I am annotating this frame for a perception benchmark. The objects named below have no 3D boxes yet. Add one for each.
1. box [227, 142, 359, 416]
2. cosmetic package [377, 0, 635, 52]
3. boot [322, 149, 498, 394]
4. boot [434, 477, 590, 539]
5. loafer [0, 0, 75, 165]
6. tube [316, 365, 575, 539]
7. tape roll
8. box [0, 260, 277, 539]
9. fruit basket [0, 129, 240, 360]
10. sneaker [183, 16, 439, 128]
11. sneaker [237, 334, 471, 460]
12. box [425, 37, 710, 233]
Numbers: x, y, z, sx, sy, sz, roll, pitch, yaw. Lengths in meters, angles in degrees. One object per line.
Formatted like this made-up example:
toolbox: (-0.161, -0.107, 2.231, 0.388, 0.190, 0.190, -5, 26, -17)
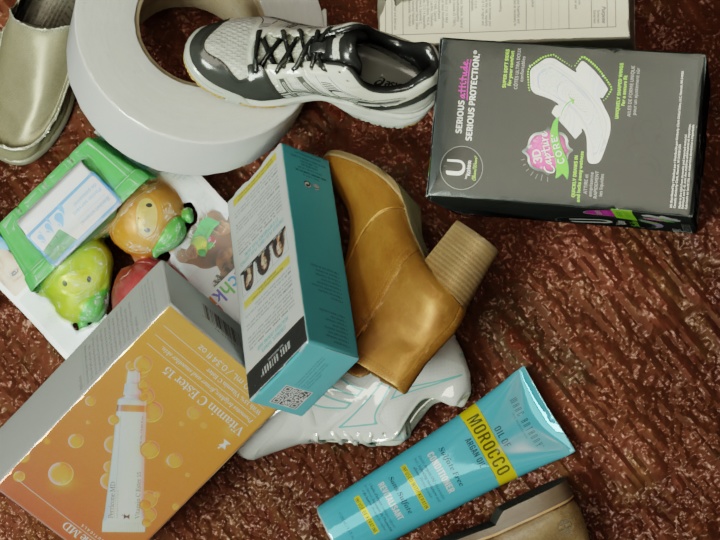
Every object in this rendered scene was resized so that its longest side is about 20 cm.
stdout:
box: (-0.053, 0.005, 1.649, 0.082, 0.049, 0.200, -46, 39, 37)
cosmetic package: (0.116, -0.222, 1.700, 0.199, 0.073, 0.104, 0, 84, 10)
boot: (0.001, 0.001, 1.665, 0.201, 0.071, 0.144, 34, 84, 40)
boot: (0.084, 0.236, 1.666, 0.199, 0.074, 0.076, -25, 91, 5)
loafer: (-0.265, -0.186, 1.768, 0.075, 0.068, 0.201, 17, 88, 12)
tube: (0.063, 0.159, 1.690, 0.200, 0.050, 0.078, -31, 87, 1)
tape roll: (-0.130, -0.180, 1.703, 0.202, 0.071, 0.203, 5, 69, -12)
box: (-0.174, 0.114, 1.674, 0.124, 0.098, 0.200, 40, 100, -21)
fruit basket: (-0.185, -0.003, 1.725, 0.185, 0.094, 0.200, -43, 82, 4)
sneaker: (-0.033, -0.165, 1.637, 0.199, 0.088, 0.076, 6, 72, -11)
sneaker: (-0.006, 0.109, 1.692, 0.200, 0.070, 0.080, -27, 83, 6)
box: (0.161, -0.101, 1.640, 0.199, 0.149, 0.125, 6, 87, 10)
